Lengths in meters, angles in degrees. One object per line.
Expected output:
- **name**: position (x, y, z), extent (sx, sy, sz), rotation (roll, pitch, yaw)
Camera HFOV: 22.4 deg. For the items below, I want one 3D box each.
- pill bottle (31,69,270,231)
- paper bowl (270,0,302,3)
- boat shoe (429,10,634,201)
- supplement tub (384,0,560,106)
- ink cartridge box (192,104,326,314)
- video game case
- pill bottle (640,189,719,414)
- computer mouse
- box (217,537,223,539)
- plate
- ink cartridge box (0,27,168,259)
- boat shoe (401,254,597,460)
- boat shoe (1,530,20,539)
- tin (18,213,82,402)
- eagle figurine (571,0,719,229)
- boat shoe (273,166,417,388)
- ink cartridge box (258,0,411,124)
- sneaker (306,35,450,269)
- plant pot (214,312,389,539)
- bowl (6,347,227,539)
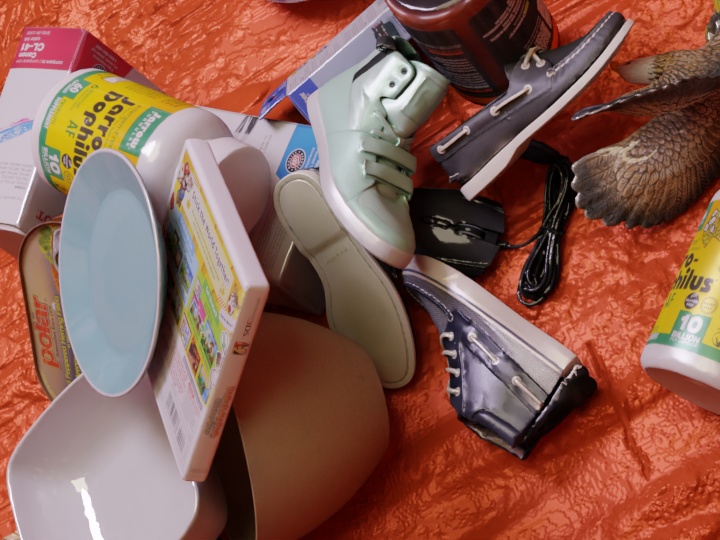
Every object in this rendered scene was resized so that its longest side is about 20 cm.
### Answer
- **pill bottle**: position (-0.176, -0.093, 1.548), extent (0.199, 0.113, 0.113), rotation (24, 81, 35)
- **paper bowl**: position (-0.049, -0.344, 1.709), extent (0.200, 0.104, 0.202), rotation (-11, 64, 24)
- **boat shoe**: position (0.136, -0.142, 1.464), extent (0.060, 0.074, 0.200), rotation (46, 118, 2)
- **supplement tub**: position (0.100, -0.204, 1.506), extent (0.106, 0.200, 0.108), rotation (-11, 62, 22)
- **ink cartridge box**: position (-0.107, -0.058, 1.624), extent (0.199, 0.086, 0.147), rotation (13, 75, 34)
- **video game case**: position (-0.126, 0.028, 1.393), extent (0.200, 0.023, 0.183), rotation (-116, 39, -50)
- **pill bottle**: position (0.297, 0.004, 1.360), extent (0.112, 0.113, 0.201), rotation (20, 80, 34)
- **computer mouse**: position (0.089, -0.059, 1.541), extent (0.199, 0.046, 0.141), rotation (15, 77, 33)
- **box**: position (-0.131, 0.342, 1.484), extent (0.160, 0.044, 0.200), rotation (38, 89, 35)
- **plate**: position (-0.195, 0.002, 1.467), extent (0.200, 0.025, 0.201), rotation (5, 96, 59)
- **ink cartridge box**: position (-0.274, -0.106, 1.699), extent (0.085, 0.148, 0.201), rotation (9, 72, 32)
- **boat shoe**: position (0.087, 0.069, 1.467), extent (0.200, 0.075, 0.093), rotation (34, 79, 34)
- **boat shoe**: position (-0.290, 0.261, 1.590), extent (0.200, 0.069, 0.074), rotation (-35, 55, 8)
- **tin**: position (-0.243, 0.044, 1.611), extent (0.111, 0.042, 0.201), rotation (8, 116, 25)
- **eagle figurine**: position (0.252, -0.137, 1.432), extent (0.151, 0.152, 0.200), rotation (-17, 35, 56)
- **boat shoe**: position (-0.002, 0.001, 1.525), extent (0.074, 0.066, 0.200), rotation (-30, 95, 31)
- **ink cartridge box**: position (-0.004, -0.194, 1.618), extent (0.200, 0.042, 0.119), rotation (-38, 12, 7)
- **sneaker**: position (0.027, -0.104, 1.475), extent (0.118, 0.074, 0.201), rotation (-39, 49, 26)
- **plant pot**: position (-0.054, 0.120, 1.473), extent (0.134, 0.201, 0.201), rotation (-13, 56, -16)
- **bowl**: position (-0.194, 0.186, 1.507), extent (0.200, 0.074, 0.200), rotation (-43, 53, 23)
